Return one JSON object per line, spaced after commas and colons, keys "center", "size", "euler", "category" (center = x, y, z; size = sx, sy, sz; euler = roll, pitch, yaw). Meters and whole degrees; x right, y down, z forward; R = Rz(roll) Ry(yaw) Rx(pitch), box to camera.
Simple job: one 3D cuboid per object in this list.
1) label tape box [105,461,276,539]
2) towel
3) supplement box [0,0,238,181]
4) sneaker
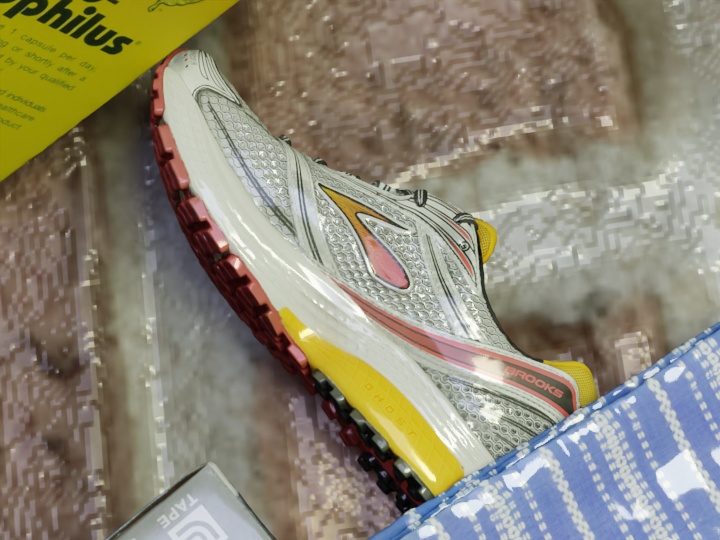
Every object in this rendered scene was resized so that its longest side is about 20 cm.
{"center": [0.002, 0.166, 0.641], "size": [0.063, 0.144, 0.200], "euler": [-38, 72, -9], "category": "label tape box"}
{"center": [0.113, 0.101, 0.684], "size": [0.199, 0.024, 0.145], "euler": [-31, 88, -11], "category": "towel"}
{"center": [-0.125, -0.120, 0.726], "size": [0.199, 0.109, 0.109], "euler": [-33, 59, 25], "category": "supplement box"}
{"center": [0.000, 0.000, 0.741], "size": [0.082, 0.078, 0.200], "euler": [-39, 81, -11], "category": "sneaker"}
